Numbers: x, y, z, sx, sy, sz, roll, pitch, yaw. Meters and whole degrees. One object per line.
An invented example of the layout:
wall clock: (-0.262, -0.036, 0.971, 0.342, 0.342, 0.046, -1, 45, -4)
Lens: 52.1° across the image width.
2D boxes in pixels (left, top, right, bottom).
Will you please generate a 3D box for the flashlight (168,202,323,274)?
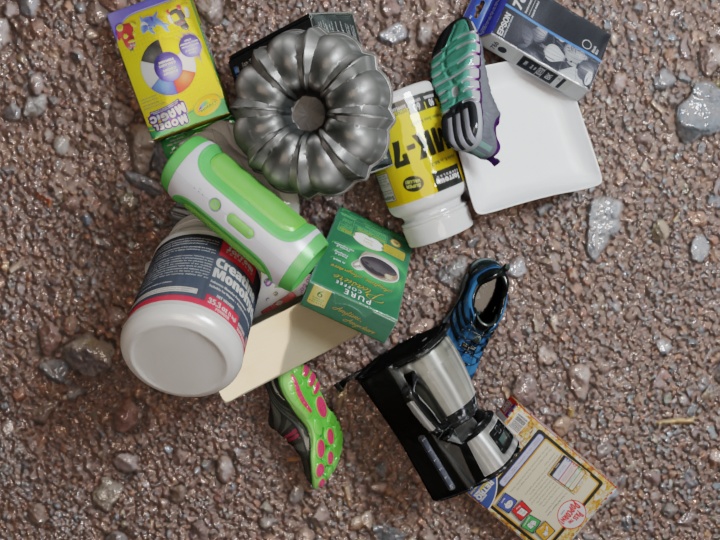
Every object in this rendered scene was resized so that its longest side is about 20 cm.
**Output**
flashlight: (-0.150, -0.057, 0.981, 0.198, 0.068, 0.069, 14, 70, -5)

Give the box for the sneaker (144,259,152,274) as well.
sneaker: (-0.221, 0.062, 1.025, 0.079, 0.079, 0.202, -25, 108, 5)

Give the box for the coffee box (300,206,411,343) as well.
coffee box: (0.000, 0.000, 0.970, 0.122, 0.201, 0.044, 24, 123, -6)

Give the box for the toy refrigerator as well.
toy refrigerator: (-0.108, 0.092, 0.983, 0.198, 0.070, 0.077, -27, 98, -11)

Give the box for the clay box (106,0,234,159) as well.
clay box: (-0.252, -0.264, 1.002, 0.114, 0.048, 0.202, -20, 96, -1)

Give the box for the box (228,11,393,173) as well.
box: (-0.066, -0.207, 0.956, 0.163, 0.086, 0.202, -9, 99, 42)

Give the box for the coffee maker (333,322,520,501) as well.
coffee maker: (0.096, 0.199, 1.018, 0.134, 0.192, 0.201, -32, 93, -34)

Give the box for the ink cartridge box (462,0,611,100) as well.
ink cartridge box: (0.239, -0.326, 1.011, 0.198, 0.039, 0.100, 26, 75, -5)

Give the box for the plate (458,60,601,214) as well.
plate: (0.214, -0.189, 1.014, 0.197, 0.032, 0.202, -15, 83, -14)

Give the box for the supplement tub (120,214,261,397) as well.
supplement tub: (-0.196, 0.037, 0.890, 0.138, 0.201, 0.142, 2, 130, 2)

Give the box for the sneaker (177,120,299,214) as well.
sneaker: (-0.161, -0.113, 0.945, 0.199, 0.099, 0.079, 37, 137, 28)

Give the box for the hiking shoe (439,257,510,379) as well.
hiking shoe: (0.154, 0.080, 1.040, 0.073, 0.087, 0.202, 15, 95, -4)

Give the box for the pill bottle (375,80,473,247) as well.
pill bottle: (0.077, -0.141, 1.000, 0.113, 0.114, 0.202, -21, 97, 0)

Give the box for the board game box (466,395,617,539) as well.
board game box: (0.254, 0.310, 1.090, 0.200, 0.046, 0.152, 40, 93, -6)

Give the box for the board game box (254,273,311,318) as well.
board game box: (-0.105, 0.013, 1.043, 0.153, 0.040, 0.200, -44, 96, 2)

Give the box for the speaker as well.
speaker: (-0.135, -0.067, 0.863, 0.199, 0.088, 0.089, 40, 93, 2)

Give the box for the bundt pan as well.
bundt pan: (-0.062, -0.180, 0.843, 0.199, 0.076, 0.205, 1, 99, 9)

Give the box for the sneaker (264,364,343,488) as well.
sneaker: (-0.084, 0.219, 1.059, 0.083, 0.077, 0.202, -1, 112, 40)

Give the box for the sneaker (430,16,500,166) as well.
sneaker: (0.145, -0.233, 0.971, 0.087, 0.074, 0.202, 24, 59, -43)
